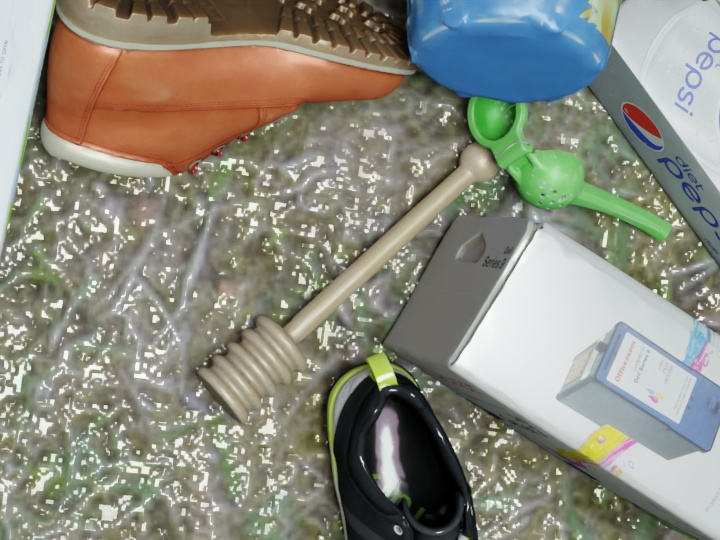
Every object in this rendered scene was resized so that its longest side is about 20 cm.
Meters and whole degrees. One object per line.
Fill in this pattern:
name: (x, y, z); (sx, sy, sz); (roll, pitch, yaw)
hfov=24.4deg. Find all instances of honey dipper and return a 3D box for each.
honey dipper: (0.000, 0.000, 0.868); (0.200, 0.038, 0.038); (-42, 99, -11)

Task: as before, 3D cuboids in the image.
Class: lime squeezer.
lime squeezer: (0.092, -0.077, 0.877); (0.200, 0.038, 0.071); (46, 55, -8)

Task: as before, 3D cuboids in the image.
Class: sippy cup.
sippy cup: (0.077, -0.158, 0.819); (0.139, 0.178, 0.131); (23, 66, -42)

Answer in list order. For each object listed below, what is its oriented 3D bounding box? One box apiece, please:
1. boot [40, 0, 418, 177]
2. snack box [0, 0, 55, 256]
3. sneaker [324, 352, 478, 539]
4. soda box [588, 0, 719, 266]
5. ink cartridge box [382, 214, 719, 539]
boot: (-0.066, -0.096, 0.840); (0.199, 0.075, 0.107); (0, 127, -30)
snack box: (-0.177, -0.089, 0.772); (0.053, 0.142, 0.201); (12, 88, -13)
sneaker: (0.026, 0.140, 0.850); (0.072, 0.083, 0.201); (-20, 95, -12)
soda box: (0.196, -0.068, 0.897); (0.063, 0.068, 0.200); (-39, 98, -10)
ink cartridge box: (0.126, 0.059, 0.841); (0.200, 0.145, 0.088); (34, 84, -12)
